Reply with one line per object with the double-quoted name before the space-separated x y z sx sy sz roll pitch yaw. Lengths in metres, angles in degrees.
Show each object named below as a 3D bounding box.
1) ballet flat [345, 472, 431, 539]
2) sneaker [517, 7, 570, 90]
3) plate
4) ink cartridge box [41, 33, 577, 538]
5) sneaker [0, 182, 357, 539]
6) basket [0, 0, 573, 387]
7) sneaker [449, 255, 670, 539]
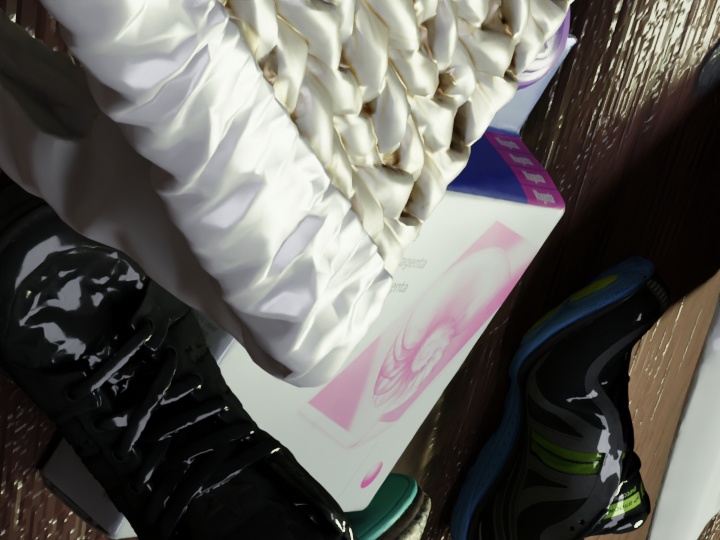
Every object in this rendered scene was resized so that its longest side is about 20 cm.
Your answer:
"ballet flat" -0.041 0.141 0.988 0.200 0.068 0.076 -22 105 -48
"sneaker" 0.045 -0.106 0.765 0.081 0.083 0.200 -54 160 -18
"plate" 0.175 0.019 1.190 0.200 0.032 0.200 97 12 -52
"ink cartridge box" 0.000 0.000 0.905 0.200 0.043 0.196 -57 157 14
"sneaker" -0.043 0.061 0.763 0.060 0.104 0.200 -39 139 -10
"basket" -0.051 -0.119 0.417 0.161 0.198 0.200 -51 158 -10
"sneaker" 0.102 0.073 1.161 0.071 0.083 0.200 -31 149 -43
